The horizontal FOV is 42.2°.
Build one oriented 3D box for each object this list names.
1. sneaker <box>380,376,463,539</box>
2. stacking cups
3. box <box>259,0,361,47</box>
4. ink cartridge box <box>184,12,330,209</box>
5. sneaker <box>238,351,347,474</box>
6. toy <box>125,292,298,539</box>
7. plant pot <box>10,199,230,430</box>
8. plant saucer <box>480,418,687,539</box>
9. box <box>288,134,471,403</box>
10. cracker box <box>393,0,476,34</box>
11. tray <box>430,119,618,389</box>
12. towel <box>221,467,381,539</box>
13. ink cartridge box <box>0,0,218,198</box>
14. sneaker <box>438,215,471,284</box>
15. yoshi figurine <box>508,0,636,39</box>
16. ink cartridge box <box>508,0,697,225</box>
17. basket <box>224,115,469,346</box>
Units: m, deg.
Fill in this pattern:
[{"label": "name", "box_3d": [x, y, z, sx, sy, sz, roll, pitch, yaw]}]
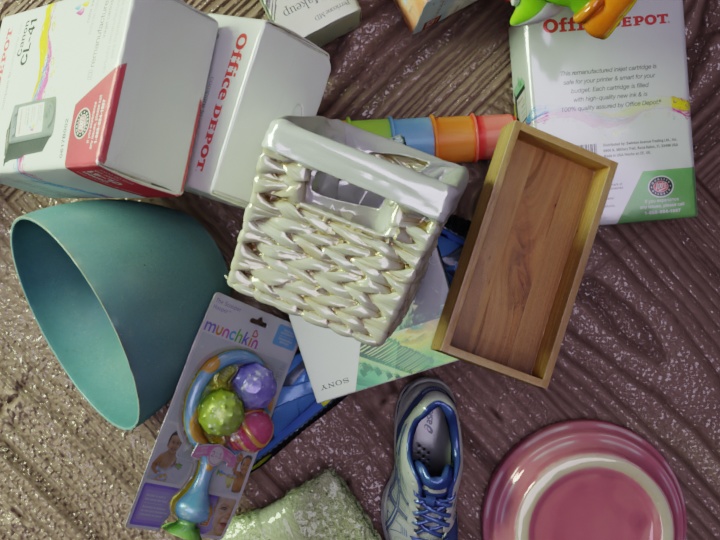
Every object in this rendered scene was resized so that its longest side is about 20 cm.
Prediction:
[{"label": "sneaker", "box_3d": [0.058, 0.203, 0.865, 0.075, 0.088, 0.201, -2, 93, -3]}, {"label": "stacking cups", "box_3d": [0.047, -0.123, 0.872, 0.199, 0.061, 0.061, -8, 92, -3]}, {"label": "box", "box_3d": [-0.077, -0.304, 0.857, 0.082, 0.068, 0.201, -28, 91, 0]}, {"label": "ink cartridge box", "box_3d": [-0.138, -0.142, 0.800, 0.199, 0.083, 0.147, 18, 91, 40]}, {"label": "sneaker", "box_3d": [-0.088, 0.129, 0.875, 0.200, 0.066, 0.079, -40, 81, -1]}, {"label": "toy", "box_3d": [-0.108, 0.132, 0.785, 0.047, 0.115, 0.201, 20, 85, 41]}, {"label": "plant pot", "box_3d": [-0.194, 0.019, 0.819, 0.134, 0.200, 0.201, -30, 92, -32]}, {"label": "plant saucer", "box_3d": [0.216, 0.245, 0.888, 0.199, 0.051, 0.202, 0, 91, -1]}, {"label": "box", "box_3d": [0.000, 0.000, 0.813, 0.144, 0.036, 0.201, -18, 93, 8]}, {"label": "cracker box", "box_3d": [0.125, -0.292, 0.829, 0.199, 0.134, 0.058, -29, 94, -1]}, {"label": "tray", "box_3d": [0.137, -0.013, 0.786, 0.098, 0.037, 0.201, 20, 85, -11]}, {"label": "towel", "box_3d": [-0.033, 0.300, 0.880, 0.148, 0.036, 0.201, -29, 90, 7]}, {"label": "ink cartridge box", "box_3d": [-0.219, -0.138, 0.755, 0.199, 0.085, 0.149, 3, 80, 40]}, {"label": "sneaker", "box_3d": [0.076, -0.009, 0.866, 0.199, 0.066, 0.079, 24, 111, 3]}, {"label": "yoshi figurine", "box_3d": [0.128, -0.271, 0.717, 0.199, 0.112, 0.112, 28, 77, -2]}, {"label": "ink cartridge box", "box_3d": [0.220, -0.142, 0.861, 0.144, 0.084, 0.201, -5, 92, -1]}, {"label": "basket", "box_3d": [-0.004, -0.036, 0.698, 0.135, 0.200, 0.124, 22, 103, 5]}]
